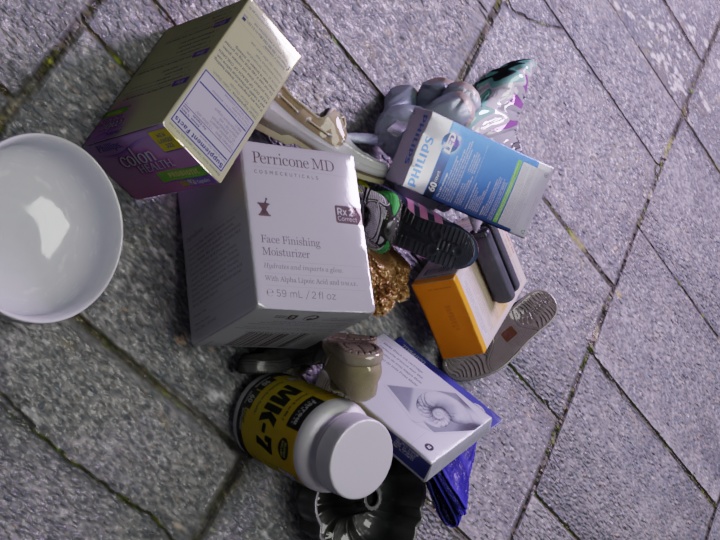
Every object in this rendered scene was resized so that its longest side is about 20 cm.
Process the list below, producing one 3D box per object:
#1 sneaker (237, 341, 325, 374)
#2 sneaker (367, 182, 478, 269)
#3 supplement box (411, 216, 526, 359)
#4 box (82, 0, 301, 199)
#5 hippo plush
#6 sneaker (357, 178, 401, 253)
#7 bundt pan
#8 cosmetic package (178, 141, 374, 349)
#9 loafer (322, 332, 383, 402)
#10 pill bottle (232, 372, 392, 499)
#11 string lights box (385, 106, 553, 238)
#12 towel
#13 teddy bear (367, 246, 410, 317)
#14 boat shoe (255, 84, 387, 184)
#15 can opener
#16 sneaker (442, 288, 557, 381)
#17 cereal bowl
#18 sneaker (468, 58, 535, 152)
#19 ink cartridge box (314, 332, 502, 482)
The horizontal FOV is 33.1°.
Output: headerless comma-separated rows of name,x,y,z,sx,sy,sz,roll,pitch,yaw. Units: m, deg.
sneaker,-0.085,0.071,1.555,0.199,0.060,0.106,-6,92,-48
sneaker,0.071,-0.058,1.653,0.071,0.199,0.082,-61,165,8
supplement box,0.159,0.018,1.742,0.200,0.073,0.127,-50,122,-50
box,-0.193,-0.194,1.390,0.097,0.175,0.201,47,58,-29
hippo plush,0.097,-0.160,1.670,0.200,0.158,0.162,-53,132,-51
sneaker,-0.015,-0.078,1.549,0.084,0.200,0.079,10,102,-32
bundt pan,-0.008,0.297,1.594,0.200,0.075,0.205,4,85,-43
cosmetic package,-0.103,-0.025,1.432,0.163,0.165,0.202,3,71,-35
loafer,-0.014,0.116,1.480,0.075,0.200,0.069,6,93,-4
pill bottle,-0.058,0.199,1.460,0.113,0.199,0.116,-9,105,-37
string lights box,0.144,-0.127,1.580,0.198,0.059,0.104,21,95,-25
towel,0.117,0.236,1.672,0.149,0.049,0.201,63,20,-22
teddy bear,0.000,0.000,1.601,0.145,0.067,0.200,43,15,3
boat shoe,-0.046,-0.176,1.550,0.198,0.075,0.069,25,95,-16
can opener,0.186,-0.052,1.672,0.202,0.066,0.053,65,32,-21
sneaker,0.205,0.110,1.815,0.199,0.106,0.075,-31,80,-12
cereal bowl,-0.357,-0.042,1.289,0.199,0.083,0.203,4,84,-42
sneaker,0.221,-0.222,1.855,0.200,0.077,0.141,-44,118,-25
ink cartridge box,0.072,0.166,1.604,0.199,0.199,0.041,-27,147,-48
